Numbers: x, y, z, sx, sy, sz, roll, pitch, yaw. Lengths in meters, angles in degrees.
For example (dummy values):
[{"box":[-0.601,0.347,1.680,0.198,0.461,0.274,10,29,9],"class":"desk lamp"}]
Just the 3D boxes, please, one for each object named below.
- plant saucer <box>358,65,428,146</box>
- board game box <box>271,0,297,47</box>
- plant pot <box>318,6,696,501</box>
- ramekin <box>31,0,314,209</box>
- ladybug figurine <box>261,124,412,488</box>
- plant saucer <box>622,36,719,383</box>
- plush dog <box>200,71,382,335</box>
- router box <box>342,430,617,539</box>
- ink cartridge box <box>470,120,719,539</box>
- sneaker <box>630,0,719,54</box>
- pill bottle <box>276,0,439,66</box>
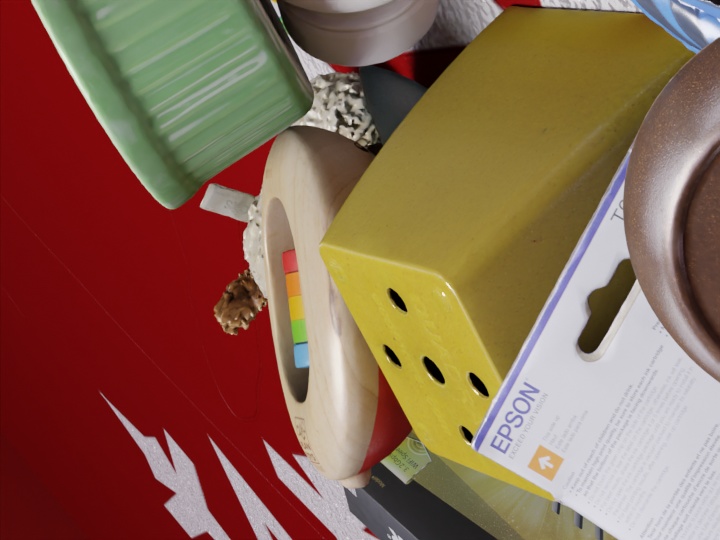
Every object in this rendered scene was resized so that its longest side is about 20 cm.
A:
[{"box":[0.060,-0.037,1.260,0.201,0.039,0.201,62,-171,-18],"class":"plant saucer"},{"box":[-0.069,-0.204,1.357,0.200,0.035,0.127,23,144,56],"class":"board game box"},{"box":[0.100,0.001,1.100,0.200,0.176,0.200,17,139,61],"class":"plant pot"},{"box":[-0.105,-0.143,1.153,0.201,0.097,0.200,62,-176,-7],"class":"ramekin"},{"box":[-0.006,0.018,1.198,0.136,0.072,0.201,178,85,-75],"class":"ladybug figurine"},{"box":[0.202,-0.012,0.876,0.199,0.032,0.201,9,122,14],"class":"plant saucer"},{"box":[0.000,0.000,1.328,0.200,0.160,0.172,60,167,-25],"class":"plush dog"},{"box":[0.109,0.145,1.351,0.200,0.157,0.052,38,156,35],"class":"router box"},{"box":[0.178,0.050,0.971,0.200,0.041,0.200,32,115,11],"class":"ink cartridge box"},{"box":[0.167,-0.096,0.937,0.200,0.066,0.079,37,144,35],"class":"sneaker"},{"box":[-0.012,-0.198,1.112,0.114,0.114,0.200,43,163,27],"class":"pill bottle"}]
